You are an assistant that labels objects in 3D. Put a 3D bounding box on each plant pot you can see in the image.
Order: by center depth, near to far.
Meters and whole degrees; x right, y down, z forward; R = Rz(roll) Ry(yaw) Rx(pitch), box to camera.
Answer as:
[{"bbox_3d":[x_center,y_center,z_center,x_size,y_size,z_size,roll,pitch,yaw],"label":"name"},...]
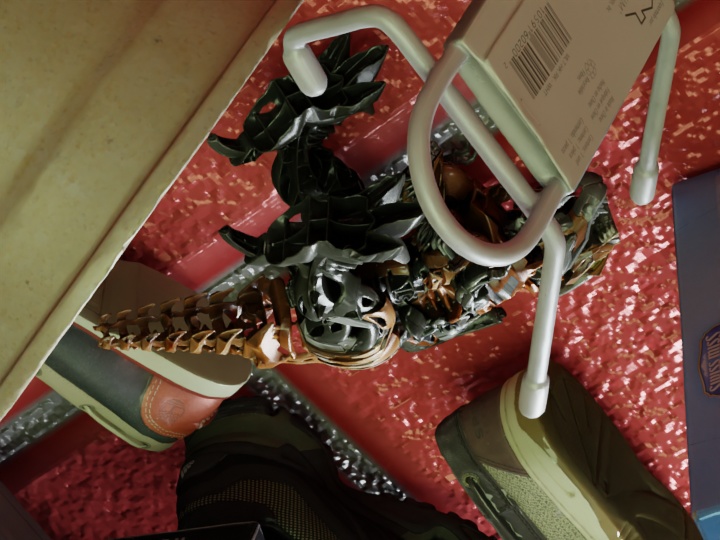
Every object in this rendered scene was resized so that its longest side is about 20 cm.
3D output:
[{"bbox_3d":[-0.142,-0.080,0.684,0.183,0.201,0.201,37,123,-6],"label":"plant pot"}]

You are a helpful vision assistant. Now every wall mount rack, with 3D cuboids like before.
[{"bbox_3d":[0.062,-0.055,0.681,0.074,0.200,0.174,-11,126,44],"label":"wall mount rack"}]

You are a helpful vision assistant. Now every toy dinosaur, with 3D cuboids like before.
[{"bbox_3d":[0.000,0.000,0.766,0.200,0.102,0.136,-33,144,-10],"label":"toy dinosaur"}]

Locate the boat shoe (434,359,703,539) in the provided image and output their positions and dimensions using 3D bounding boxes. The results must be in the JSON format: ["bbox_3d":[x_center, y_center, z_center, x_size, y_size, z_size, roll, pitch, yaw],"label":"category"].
[{"bbox_3d":[0.103,0.122,0.871,0.066,0.072,0.201,-18,123,30],"label":"boat shoe"}]

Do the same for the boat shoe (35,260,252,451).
[{"bbox_3d":[-0.139,0.009,0.811,0.200,0.071,0.063,33,126,-23],"label":"boat shoe"}]

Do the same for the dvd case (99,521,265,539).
[{"bbox_3d":[-0.083,0.201,0.842,0.150,0.025,0.201,-9,116,18],"label":"dvd case"}]

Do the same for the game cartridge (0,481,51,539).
[{"bbox_3d":[-0.214,0.172,0.910,0.133,0.040,0.200,45,113,10],"label":"game cartridge"}]

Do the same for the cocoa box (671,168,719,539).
[{"bbox_3d":[0.197,0.049,0.721,0.133,0.200,0.132,-19,122,19],"label":"cocoa box"}]

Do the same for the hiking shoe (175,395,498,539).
[{"bbox_3d":[-0.004,0.146,0.870,0.200,0.101,0.076,33,134,-15],"label":"hiking shoe"}]
